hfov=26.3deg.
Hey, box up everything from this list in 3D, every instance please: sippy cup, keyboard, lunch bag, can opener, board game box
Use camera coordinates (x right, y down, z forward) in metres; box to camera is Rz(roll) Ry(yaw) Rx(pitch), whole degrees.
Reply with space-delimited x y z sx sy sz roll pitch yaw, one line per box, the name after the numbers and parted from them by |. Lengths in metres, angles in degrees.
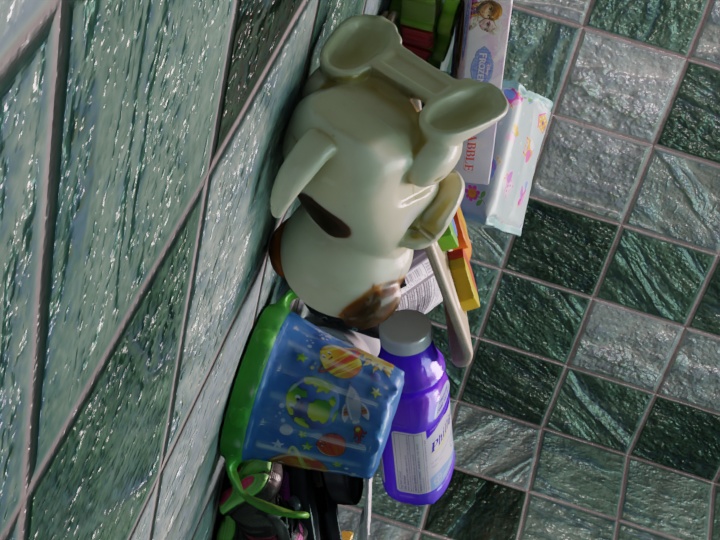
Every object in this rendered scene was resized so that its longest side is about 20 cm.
-0.036 0.111 1.293 0.140 0.130 0.178 -67 173 -63 | sippy cup
0.007 0.209 1.395 0.200 0.011 0.056 82 16 -86 | keyboard
0.098 -0.143 1.770 0.122 0.200 0.171 13 92 -61 | lunch bag
-0.040 0.244 1.485 0.079 0.063 0.201 20 -65 53 | can opener
0.118 -0.220 1.562 0.200 0.041 0.201 -87 -179 -62 | board game box

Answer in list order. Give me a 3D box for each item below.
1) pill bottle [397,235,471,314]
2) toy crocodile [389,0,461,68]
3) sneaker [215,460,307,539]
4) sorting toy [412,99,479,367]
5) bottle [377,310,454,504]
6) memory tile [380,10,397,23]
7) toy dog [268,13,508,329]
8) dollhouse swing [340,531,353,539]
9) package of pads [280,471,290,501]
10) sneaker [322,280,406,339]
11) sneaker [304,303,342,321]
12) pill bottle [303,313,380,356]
0.049 0.004 1.779 0.200 0.106 0.106 -33 146 -48 | pill bottle
0.061 -0.243 1.580 0.200 0.067 0.062 91 16 -78 | toy crocodile
-0.085 0.224 1.422 0.200 0.084 0.077 101 14 -60 | sneaker
0.074 -0.042 1.390 0.185 0.036 0.200 -95 171 -51 | sorting toy
0.049 0.127 1.439 0.084 0.065 0.200 -64 155 -47 | bottle
-0.005 -0.139 1.486 0.153 0.017 0.200 101 7 -62 | memory tile
0.004 -0.049 1.132 0.194 0.139 0.200 -52 163 -42 | toy dog
-0.092 0.395 1.620 0.200 0.181 0.176 103 -15 -54 | dollhouse swing
-0.064 0.205 1.613 0.200 0.075 0.121 179 -73 -87 | package of pads
0.000 0.000 1.504 0.075 0.079 0.200 -50 -161 30 | sneaker
-0.015 -0.062 1.360 0.090 0.078 0.200 -103 -151 -68 | sneaker
-0.018 0.091 1.536 0.200 0.113 0.113 -22 129 -77 | pill bottle
